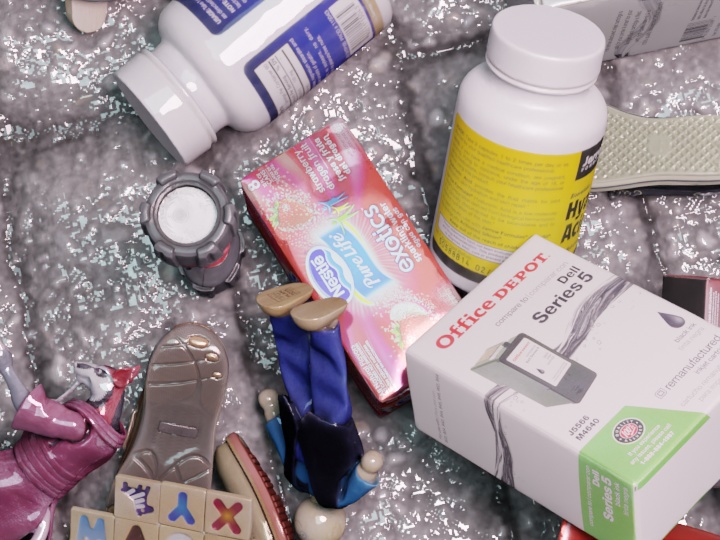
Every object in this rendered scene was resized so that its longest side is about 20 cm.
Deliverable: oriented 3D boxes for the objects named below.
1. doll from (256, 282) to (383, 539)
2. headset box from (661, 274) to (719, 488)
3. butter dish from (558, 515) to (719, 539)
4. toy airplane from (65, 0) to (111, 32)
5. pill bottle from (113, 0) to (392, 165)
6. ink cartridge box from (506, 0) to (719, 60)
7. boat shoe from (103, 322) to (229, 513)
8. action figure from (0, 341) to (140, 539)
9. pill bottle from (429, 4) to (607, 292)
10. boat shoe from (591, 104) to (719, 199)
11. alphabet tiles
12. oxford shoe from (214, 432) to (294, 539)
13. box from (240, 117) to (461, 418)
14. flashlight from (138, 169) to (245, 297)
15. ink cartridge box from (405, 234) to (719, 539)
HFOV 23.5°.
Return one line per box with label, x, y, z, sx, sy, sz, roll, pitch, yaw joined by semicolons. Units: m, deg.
doll;-0.035;0.111;1.263;0.048;0.136;0.201;-22;117;-35
headset box;0.302;0.080;1.255;0.199;0.077;0.150;3;91;-16
butter dish;0.161;0.274;1.226;0.199;0.147;0.201;18;74;-38
toy airplane;-0.193;-0.301;1.314;0.141;0.200;0.200;24;80;18
pill bottle;-0.085;-0.178;1.328;0.200;0.120;0.120;-39;81;-8
ink cartridge box;0.216;-0.227;1.323;0.199;0.147;0.084;-12;77;-3
boat shoe;-0.142;0.133;1.289;0.075;0.072;0.201;18;98;-9
action figure;-0.229;0.141;1.240;0.200;0.134;0.149;-41;59;12
pill bottle;0.118;-0.086;1.259;0.111;0.201;0.112;6;35;-4
boat shoe;0.208;-0.090;1.339;0.199;0.062;0.075;4;76;17
alphabet tiles;-0.130;0.241;1.234;0.165;0.006;0.201;9;113;9
oxford shoe;-0.080;0.220;1.270;0.074;0.070;0.201;-20;78;2
box;0.000;0.000;1.300;0.095;0.100;0.201;-32;80;-6
flashlight;-0.116;-0.020;1.253;0.068;0.200;0.068;-32;80;-7
ink cartridge box;0.150;0.081;1.168;0.200;0.084;0.145;29;56;35
